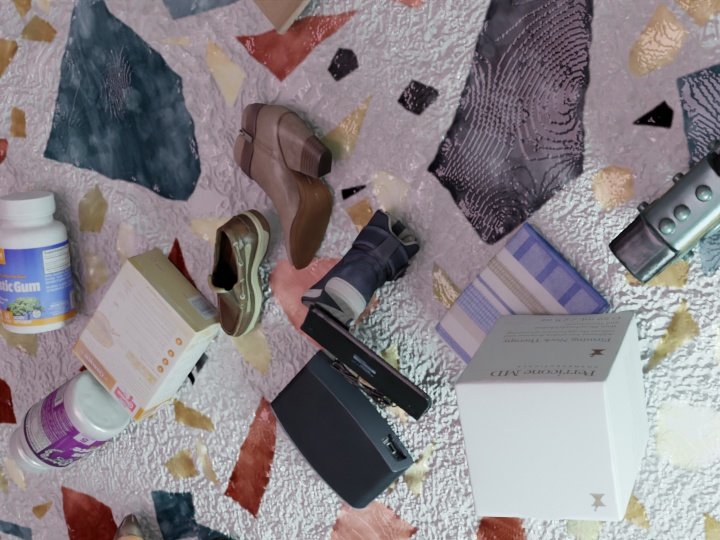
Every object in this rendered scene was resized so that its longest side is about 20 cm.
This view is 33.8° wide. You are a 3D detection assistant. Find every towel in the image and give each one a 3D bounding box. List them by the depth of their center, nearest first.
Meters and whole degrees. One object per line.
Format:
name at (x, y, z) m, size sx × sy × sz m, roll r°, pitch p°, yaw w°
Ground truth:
towel at (0.193, 0.058, 1.444) m, size 0.147 × 0.024 × 0.200 m, roll 45°, pitch 121°, yaw 13°

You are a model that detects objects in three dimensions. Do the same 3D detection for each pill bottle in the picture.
pill bottle at (-0.495, -0.015, 1.788) m, size 0.112 × 0.112 × 0.200 m, roll 5°, pitch 106°, yaw 30°
pill bottle at (-0.454, 0.240, 1.830) m, size 0.200 × 0.112 × 0.112 m, roll -33°, pitch 85°, yaw 34°

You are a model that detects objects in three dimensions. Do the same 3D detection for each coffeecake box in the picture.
coffeecake box at (-0.312, 0.096, 1.729) m, size 0.154 × 0.073 × 0.200 m, roll 45°, pitch 121°, yaw 13°

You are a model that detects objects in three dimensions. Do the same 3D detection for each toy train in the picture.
toy train at (0.353, -0.066, 1.260) m, size 0.085 × 0.114 × 0.200 m, roll 50°, pitch 122°, yaw 10°

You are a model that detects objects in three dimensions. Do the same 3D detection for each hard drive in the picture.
hard drive at (-0.032, 0.222, 1.610) m, size 0.200 × 0.042 × 0.135 m, roll 50°, pitch 124°, yaw 11°

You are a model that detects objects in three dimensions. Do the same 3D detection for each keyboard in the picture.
keyboard at (0.005, 0.125, 1.538) m, size 0.200 × 0.021 × 0.127 m, roll 39°, pitch 153°, yaw 6°

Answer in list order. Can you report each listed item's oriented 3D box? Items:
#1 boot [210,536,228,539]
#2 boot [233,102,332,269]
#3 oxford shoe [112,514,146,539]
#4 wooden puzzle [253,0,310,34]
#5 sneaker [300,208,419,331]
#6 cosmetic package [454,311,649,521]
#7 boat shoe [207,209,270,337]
boot at (-0.231, 0.489, 1.798) m, size 0.200 × 0.070 × 0.132 m, roll -35°, pitch 87°, yaw 44°
boot at (-0.108, -0.119, 1.561) m, size 0.146 × 0.070 × 0.200 m, roll 30°, pitch 120°, yaw 30°
oxford shoe at (-0.368, 0.469, 1.878) m, size 0.071 × 0.073 × 0.200 m, roll 8°, pitch 128°, yaw -15°
wooden puzzle at (-0.094, -0.427, 1.479) m, size 0.185 × 0.046 × 0.200 m, roll -44°, pitch 74°, yaw 31°
sneaker at (0.001, 0.001, 1.518) m, size 0.077 × 0.146 × 0.202 m, roll 40°, pitch 163°, yaw -7°
cosmetic package at (0.221, 0.159, 1.329) m, size 0.167 × 0.200 × 0.167 m, roll -3°, pitch 108°, yaw 23°
boat shoe at (-0.178, 0.010, 1.605) m, size 0.075 × 0.075 × 0.203 m, roll 34°, pitch 131°, yaw 32°
